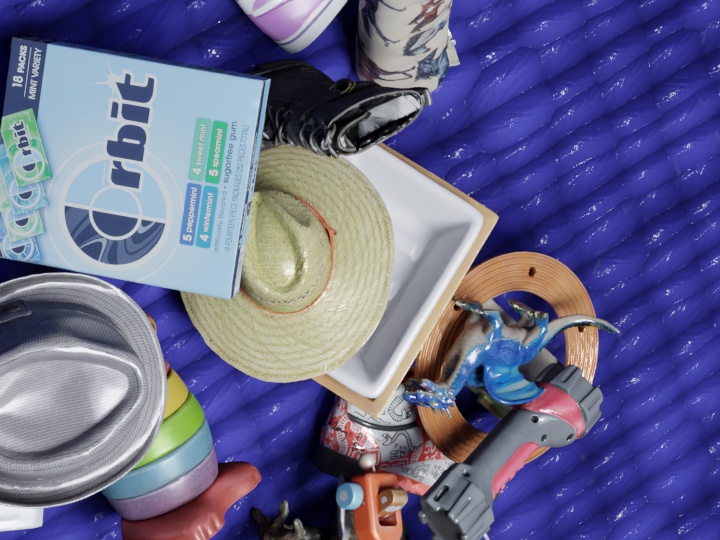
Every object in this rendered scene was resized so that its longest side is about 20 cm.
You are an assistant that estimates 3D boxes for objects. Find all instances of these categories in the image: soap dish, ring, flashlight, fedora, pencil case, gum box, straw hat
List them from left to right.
[{"bbox_3d":[-0.229,0.093,1.488,0.198,0.090,0.179,-8,94,-21],"label":"fedora"},{"bbox_3d":[-0.181,-0.081,1.535,0.198,0.045,0.172,10,99,4],"label":"gum box"},{"bbox_3d":[-0.066,-0.017,1.596,0.202,0.200,0.085,-59,167,-6],"label":"straw hat"},{"bbox_3d":[0.000,0.000,1.680,0.157,0.081,0.201,31,84,3],"label":"soap dish"},{"bbox_3d":[0.043,-0.219,1.627,0.089,0.200,0.078,-23,69,-12],"label":"pencil case"},{"bbox_3d":[0.128,0.080,1.765,0.199,0.019,0.202,-9,107,-31],"label":"ring"},{"bbox_3d":[0.131,0.163,1.708,0.200,0.067,0.068,-46,154,-33],"label":"flashlight"}]

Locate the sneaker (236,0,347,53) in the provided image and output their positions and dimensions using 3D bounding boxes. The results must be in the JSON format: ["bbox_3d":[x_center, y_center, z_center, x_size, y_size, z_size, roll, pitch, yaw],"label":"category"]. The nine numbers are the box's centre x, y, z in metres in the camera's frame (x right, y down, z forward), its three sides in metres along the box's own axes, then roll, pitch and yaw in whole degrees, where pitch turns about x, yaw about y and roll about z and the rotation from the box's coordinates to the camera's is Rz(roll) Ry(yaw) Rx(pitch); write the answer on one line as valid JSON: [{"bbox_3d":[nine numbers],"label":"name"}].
[{"bbox_3d":[-0.033,-0.290,1.628,0.114,0.072,0.201,41,79,-30],"label":"sneaker"}]

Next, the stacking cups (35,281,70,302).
[{"bbox_3d":[-0.283,0.101,1.539,0.060,0.060,0.201,29,86,-34],"label":"stacking cups"}]

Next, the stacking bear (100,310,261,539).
[{"bbox_3d":[-0.181,0.115,1.614,0.201,0.113,0.121,68,29,-15],"label":"stacking bear"}]

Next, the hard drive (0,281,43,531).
[{"bbox_3d":[-0.310,0.111,1.577,0.131,0.026,0.202,-2,103,-32],"label":"hard drive"}]

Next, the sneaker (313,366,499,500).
[{"bbox_3d":[0.058,0.145,1.797,0.200,0.067,0.109,14,97,-32],"label":"sneaker"}]

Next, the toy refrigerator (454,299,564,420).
[{"bbox_3d":[0.112,0.075,1.809,0.200,0.076,0.070,41,80,-34],"label":"toy refrigerator"}]

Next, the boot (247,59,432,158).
[{"bbox_3d":[-0.063,-0.118,1.587,0.199,0.174,0.070,-28,116,-24],"label":"boot"}]

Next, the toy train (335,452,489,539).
[{"bbox_3d":[0.067,0.236,1.712,0.199,0.055,0.152,14,67,-45],"label":"toy train"}]

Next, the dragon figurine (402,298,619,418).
[{"bbox_3d":[0.125,0.079,1.715,0.198,0.059,0.100,1,102,-32],"label":"dragon figurine"}]

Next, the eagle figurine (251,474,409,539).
[{"bbox_3d":[-0.009,0.275,1.758,0.199,0.151,0.153,29,76,-23],"label":"eagle figurine"}]
